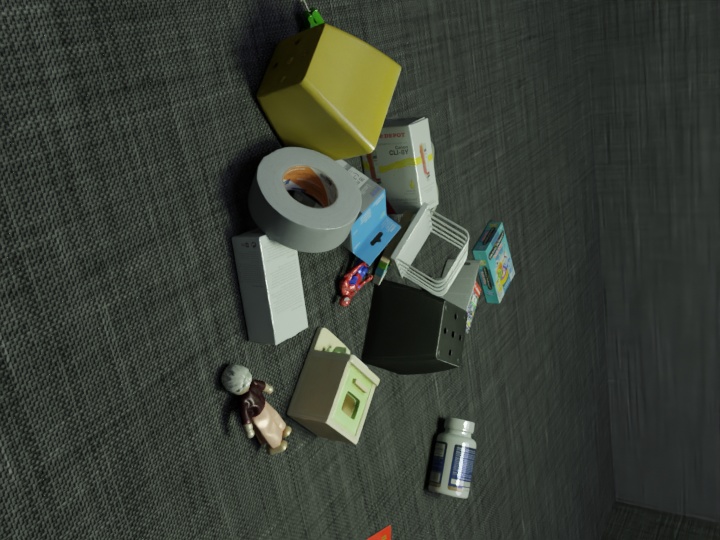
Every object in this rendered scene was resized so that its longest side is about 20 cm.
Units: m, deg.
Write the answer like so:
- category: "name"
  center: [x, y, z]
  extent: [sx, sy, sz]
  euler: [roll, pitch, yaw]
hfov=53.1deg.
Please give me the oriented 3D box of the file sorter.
- category: "file sorter"
  center: [0.159, -0.035, 1.585]
  extent: [0.139, 0.124, 0.200]
  euler: [-57, 168, -5]

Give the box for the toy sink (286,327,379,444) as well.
- category: "toy sink"
  center: [-0.044, 0.235, 1.485]
  extent: [0.130, 0.111, 0.201]
  euler: [49, 53, -47]

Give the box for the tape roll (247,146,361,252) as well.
- category: "tape roll"
  center: [-0.100, -0.130, 1.302]
  extent: [0.200, 0.200, 0.066]
  euler: [-47, 172, -44]

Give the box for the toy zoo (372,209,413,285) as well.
- category: "toy zoo"
  center: [0.070, -0.044, 1.627]
  extent: [0.132, 0.020, 0.200]
  euler: [-62, 176, -17]

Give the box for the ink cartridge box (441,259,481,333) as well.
- category: "ink cartridge box"
  center: [0.261, 0.066, 1.941]
  extent: [0.050, 0.108, 0.201]
  euler: [50, 52, -45]

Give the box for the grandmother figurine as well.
- category: "grandmother figurine"
  center: [-0.193, 0.251, 1.315]
  extent: [0.122, 0.060, 0.201]
  euler: [-88, 157, -55]

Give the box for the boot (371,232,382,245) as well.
- category: "boot"
  center: [-0.016, -0.127, 1.556]
  extent: [0.199, 0.073, 0.096]
  euler: [28, 38, -40]

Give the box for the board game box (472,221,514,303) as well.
- category: "board game box"
  center: [0.414, -0.024, 2.225]
  extent: [0.151, 0.047, 0.201]
  euler: [-54, 135, -40]

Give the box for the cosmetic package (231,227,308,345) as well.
- category: "cosmetic package"
  center: [-0.164, 0.024, 1.323]
  extent: [0.101, 0.071, 0.202]
  euler: [-26, 113, -53]

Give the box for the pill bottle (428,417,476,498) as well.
- category: "pill bottle"
  center: [0.254, 0.508, 1.962]
  extent: [0.111, 0.110, 0.202]
  euler: [31, 67, -53]

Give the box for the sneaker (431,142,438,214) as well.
- category: "sneaker"
  center: [0.131, -0.230, 1.766]
  extent: [0.106, 0.074, 0.202]
  euler: [4, 80, -52]

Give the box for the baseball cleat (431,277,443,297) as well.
- category: "baseball cleat"
  center: [0.204, 0.117, 1.862]
  extent: [0.202, 0.106, 0.070]
  euler: [-69, 156, -18]

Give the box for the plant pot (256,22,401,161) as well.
- category: "plant pot"
  center: [-0.074, -0.336, 1.344]
  extent: [0.176, 0.199, 0.202]
  euler: [36, 62, -38]

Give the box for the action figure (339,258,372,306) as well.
- category: "action figure"
  center: [0.000, 0.000, 1.592]
  extent: [0.201, 0.051, 0.066]
  euler: [-60, 153, -32]

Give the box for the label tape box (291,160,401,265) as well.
- category: "label tape box"
  center: [-0.020, -0.125, 1.426]
  extent: [0.144, 0.199, 0.063]
  euler: [-50, 173, -41]

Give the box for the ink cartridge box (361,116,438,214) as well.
- category: "ink cartridge box"
  center: [0.084, -0.233, 1.618]
  extent: [0.083, 0.144, 0.202]
  euler: [-32, 118, -49]

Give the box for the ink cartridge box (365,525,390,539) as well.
- category: "ink cartridge box"
  center: [0.035, 0.723, 1.706]
  extent: [0.199, 0.043, 0.176]
  euler: [-3, 96, -57]

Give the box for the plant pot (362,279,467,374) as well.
- category: "plant pot"
  center: [0.141, 0.143, 1.705]
  extent: [0.200, 0.176, 0.202]
  euler: [26, 70, -53]

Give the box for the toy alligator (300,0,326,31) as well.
- category: "toy alligator"
  center: [-0.088, -0.473, 1.424]
  extent: [0.054, 0.059, 0.200]
  euler: [-43, 142, 7]
